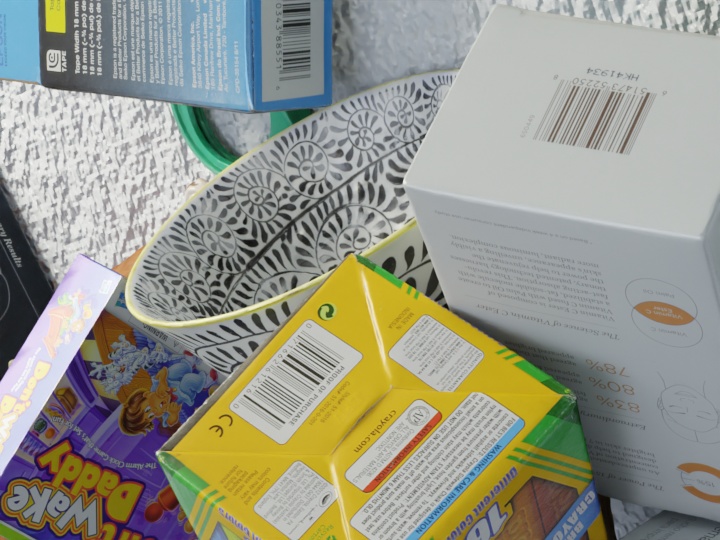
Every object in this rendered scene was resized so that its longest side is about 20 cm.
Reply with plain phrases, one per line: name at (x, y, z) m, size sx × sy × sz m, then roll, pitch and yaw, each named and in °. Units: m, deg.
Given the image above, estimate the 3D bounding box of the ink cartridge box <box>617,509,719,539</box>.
ink cartridge box at (0.209, 0.153, 0.919) m, size 0.199 × 0.145 × 0.083 m, roll 11°, pitch 114°, yaw 41°

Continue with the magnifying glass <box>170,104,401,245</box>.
magnifying glass at (-0.029, -0.053, 1.157) m, size 0.200 × 0.022 × 0.080 m, roll 41°, pitch 131°, yaw 24°

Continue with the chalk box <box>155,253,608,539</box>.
chalk box at (0.021, 0.116, 0.944) m, size 0.124 × 0.124 × 0.200 m, roll 33°, pitch 159°, yaw 32°

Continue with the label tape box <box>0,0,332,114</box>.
label tape box at (-0.105, -0.161, 1.140) m, size 0.199 × 0.063 × 0.145 m, roll 11°, pitch 105°, yaw 41°

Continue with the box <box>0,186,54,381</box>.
box at (-0.286, 0.041, 1.320) m, size 0.107 × 0.199 × 0.149 m, roll -33°, pitch 82°, yaw 48°

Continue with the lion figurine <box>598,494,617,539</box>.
lion figurine at (0.075, 0.094, 1.061) m, size 0.200 × 0.072 × 0.123 m, roll 14°, pitch 122°, yaw 57°

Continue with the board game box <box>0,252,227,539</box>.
board game box at (-0.096, 0.100, 1.127) m, size 0.045 × 0.200 × 0.135 m, roll 24°, pitch 81°, yaw 50°

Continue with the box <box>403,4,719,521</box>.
box at (0.112, 0.002, 0.906) m, size 0.124 × 0.098 × 0.200 m, roll 11°, pitch 147°, yaw 26°

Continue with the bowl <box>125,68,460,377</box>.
bowl at (0.000, 0.000, 1.045) m, size 0.200 × 0.201 × 0.094 m, roll -7°, pitch 122°, yaw 46°

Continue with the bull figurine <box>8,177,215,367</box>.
bull figurine at (-0.116, 0.022, 1.201) m, size 0.065 × 0.121 × 0.200 m, roll 48°, pitch 148°, yaw 4°

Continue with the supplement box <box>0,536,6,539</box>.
supplement box at (-0.135, 0.120, 1.205) m, size 0.067 × 0.199 × 0.069 m, roll 54°, pitch 140°, yaw 13°
